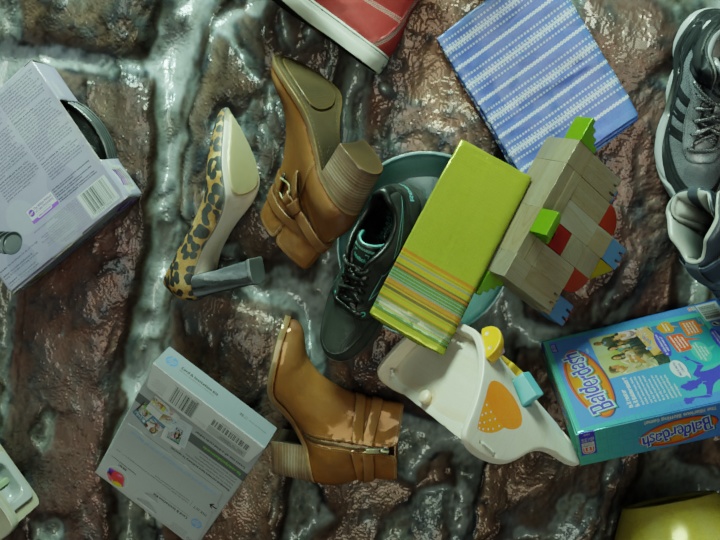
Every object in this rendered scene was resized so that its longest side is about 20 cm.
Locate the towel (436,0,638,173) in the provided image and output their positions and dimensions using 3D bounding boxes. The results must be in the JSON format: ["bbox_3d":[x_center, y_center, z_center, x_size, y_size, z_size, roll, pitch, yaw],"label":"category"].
[{"bbox_3d":[0.189,-0.205,0.765,0.143,0.024,0.202,-33,94,9],"label":"towel"}]

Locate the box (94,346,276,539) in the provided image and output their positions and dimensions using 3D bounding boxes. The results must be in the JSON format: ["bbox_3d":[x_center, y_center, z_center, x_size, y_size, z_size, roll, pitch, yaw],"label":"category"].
[{"bbox_3d":[-0.206,0.210,0.829,0.154,0.041,0.202,35,118,1],"label":"box"}]

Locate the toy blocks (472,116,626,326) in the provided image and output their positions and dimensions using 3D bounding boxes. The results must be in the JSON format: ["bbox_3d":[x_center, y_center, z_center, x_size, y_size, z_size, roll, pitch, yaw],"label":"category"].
[{"bbox_3d":[0.214,-0.034,0.744,0.135,0.100,0.203,31,88,-28],"label":"toy blocks"}]

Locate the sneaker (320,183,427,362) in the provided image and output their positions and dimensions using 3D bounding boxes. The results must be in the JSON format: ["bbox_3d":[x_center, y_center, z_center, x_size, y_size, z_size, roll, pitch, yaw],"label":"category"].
[{"bbox_3d":[0.000,0.000,0.745,0.074,0.079,0.204,27,99,24],"label":"sneaker"}]

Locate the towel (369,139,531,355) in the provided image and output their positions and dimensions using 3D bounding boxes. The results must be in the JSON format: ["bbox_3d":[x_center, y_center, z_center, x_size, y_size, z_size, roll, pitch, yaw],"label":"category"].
[{"bbox_3d":[0.090,-0.024,0.716,0.085,0.018,0.203,28,84,4],"label":"towel"}]

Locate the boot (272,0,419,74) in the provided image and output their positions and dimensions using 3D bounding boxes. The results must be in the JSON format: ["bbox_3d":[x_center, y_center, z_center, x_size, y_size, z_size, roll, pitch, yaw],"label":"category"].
[{"bbox_3d":[-0.023,-0.325,0.748,0.197,0.073,0.146,32,100,-8],"label":"boot"}]

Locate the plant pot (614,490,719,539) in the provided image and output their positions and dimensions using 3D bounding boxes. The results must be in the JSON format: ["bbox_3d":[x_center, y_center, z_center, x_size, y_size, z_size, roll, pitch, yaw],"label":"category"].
[{"bbox_3d":[0.348,0.317,0.757,0.195,0.200,0.146,-14,72,8],"label":"plant pot"}]

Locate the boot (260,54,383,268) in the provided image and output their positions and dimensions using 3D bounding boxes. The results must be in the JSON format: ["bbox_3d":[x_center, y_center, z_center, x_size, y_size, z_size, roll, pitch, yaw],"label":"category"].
[{"bbox_3d":[-0.067,-0.119,0.787,0.202,0.076,0.156,53,129,17],"label":"boot"}]

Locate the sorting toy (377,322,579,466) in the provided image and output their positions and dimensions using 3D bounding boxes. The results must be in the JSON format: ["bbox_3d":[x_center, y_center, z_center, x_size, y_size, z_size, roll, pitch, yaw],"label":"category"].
[{"bbox_3d":[0.141,0.137,0.745,0.179,0.199,0.108,37,85,-24],"label":"sorting toy"}]

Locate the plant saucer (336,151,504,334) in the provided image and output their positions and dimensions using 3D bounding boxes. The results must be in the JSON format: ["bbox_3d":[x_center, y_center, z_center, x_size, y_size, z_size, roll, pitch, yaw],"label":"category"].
[{"bbox_3d":[0.071,-0.029,0.797,0.194,0.036,0.206,1,98,6],"label":"plant saucer"}]

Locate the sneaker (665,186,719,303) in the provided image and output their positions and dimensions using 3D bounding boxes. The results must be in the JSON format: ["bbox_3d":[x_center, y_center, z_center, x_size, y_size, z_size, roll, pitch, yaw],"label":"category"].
[{"bbox_3d":[0.390,-0.065,0.706,0.145,0.077,0.205,35,80,-14],"label":"sneaker"}]

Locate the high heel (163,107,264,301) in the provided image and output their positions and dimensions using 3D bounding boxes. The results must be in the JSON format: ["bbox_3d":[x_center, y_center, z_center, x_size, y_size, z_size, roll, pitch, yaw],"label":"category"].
[{"bbox_3d":[-0.182,-0.071,0.812,0.139,0.071,0.206,-10,84,29],"label":"high heel"}]

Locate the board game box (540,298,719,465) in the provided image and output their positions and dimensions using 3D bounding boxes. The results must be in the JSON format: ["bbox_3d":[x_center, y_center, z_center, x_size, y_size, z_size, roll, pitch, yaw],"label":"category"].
[{"bbox_3d":[0.299,0.110,0.733,0.195,0.153,0.046,-14,119,8],"label":"board game box"}]

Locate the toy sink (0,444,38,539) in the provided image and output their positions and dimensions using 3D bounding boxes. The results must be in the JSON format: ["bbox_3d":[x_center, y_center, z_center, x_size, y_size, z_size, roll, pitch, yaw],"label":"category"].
[{"bbox_3d":[-0.483,0.277,0.863,0.198,0.112,0.132,-36,93,15],"label":"toy sink"}]

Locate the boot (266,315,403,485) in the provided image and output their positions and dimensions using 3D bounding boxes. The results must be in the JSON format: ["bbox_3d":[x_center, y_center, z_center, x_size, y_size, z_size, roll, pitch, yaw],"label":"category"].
[{"bbox_3d":[-0.025,0.149,0.817,0.150,0.074,0.206,2,110,7],"label":"boot"}]

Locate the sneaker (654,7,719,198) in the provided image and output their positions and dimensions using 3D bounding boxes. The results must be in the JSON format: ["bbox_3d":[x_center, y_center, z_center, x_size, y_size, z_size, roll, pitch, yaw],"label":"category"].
[{"bbox_3d":[0.347,-0.160,0.708,0.073,0.114,0.206,3,99,6],"label":"sneaker"}]

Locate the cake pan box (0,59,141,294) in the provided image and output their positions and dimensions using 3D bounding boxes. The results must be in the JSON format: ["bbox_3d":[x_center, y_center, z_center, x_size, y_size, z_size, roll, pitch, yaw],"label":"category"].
[{"bbox_3d":[-0.378,-0.108,0.826,0.198,0.052,0.186,-36,95,10],"label":"cake pan box"}]
